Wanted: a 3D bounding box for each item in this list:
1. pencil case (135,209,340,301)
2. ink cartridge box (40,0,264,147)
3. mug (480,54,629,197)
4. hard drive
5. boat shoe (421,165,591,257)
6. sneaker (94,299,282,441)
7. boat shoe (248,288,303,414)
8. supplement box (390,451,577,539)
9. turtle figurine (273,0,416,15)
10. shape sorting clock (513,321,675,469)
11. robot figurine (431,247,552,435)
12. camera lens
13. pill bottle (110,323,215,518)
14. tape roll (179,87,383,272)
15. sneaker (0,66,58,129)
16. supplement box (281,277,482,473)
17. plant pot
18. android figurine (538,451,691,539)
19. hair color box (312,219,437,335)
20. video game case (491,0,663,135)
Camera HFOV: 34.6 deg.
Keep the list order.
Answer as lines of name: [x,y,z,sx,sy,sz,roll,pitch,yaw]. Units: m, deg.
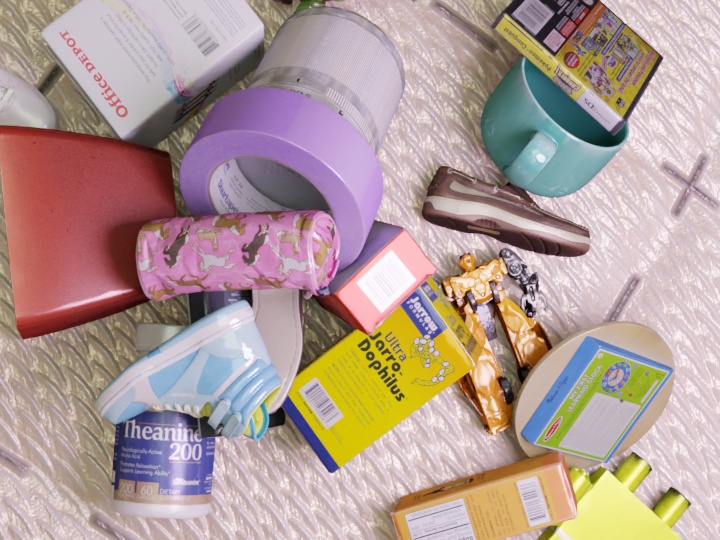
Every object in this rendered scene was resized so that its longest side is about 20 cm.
pencil case: [-0.121,-0.014,1.123,0.197,0.083,0.088,-1,100,16]
ink cartridge box: [-0.225,-0.246,1.278,0.199,0.145,0.146,-38,89,-8]
mug: [0.200,-0.158,1.299,0.183,0.115,0.153,-7,60,-40]
hard drive: [-0.136,0.075,1.263,0.032,0.139,0.204,-9,84,26]
boat shoe: [0.175,-0.074,1.336,0.199,0.075,0.076,15,77,-3]
sneaker: [-0.166,0.133,1.156,0.199,0.079,0.132,-33,87,18]
boat shoe: [-0.094,0.062,1.238,0.071,0.060,0.203,-1,67,5]
supplement box: [0.137,0.262,1.277,0.197,0.067,0.070,-16,91,11]
turtle figurine: [-0.015,-0.378,1.303,0.142,0.200,0.197,6,74,-18]
shape sorting clock: [0.262,0.141,1.294,0.197,0.039,0.203,-12,127,-17]
robot figurine: [0.153,0.076,1.326,0.143,0.058,0.203,-21,87,-7]
camera lens: [-0.047,-0.172,1.253,0.158,0.161,0.202,24,53,-2]
pill bottle: [-0.211,0.162,1.258,0.109,0.111,0.204,4,84,-5]
tape roll: [-0.079,-0.084,1.156,0.198,0.201,0.066,26,51,-2]
sneaker: [-0.429,-0.211,1.285,0.199,0.088,0.076,36,81,-1]
supplement box: [0.022,0.110,1.257,0.199,0.109,0.110,-38,88,12]
plant pot: [-0.287,-0.042,1.237,0.173,0.200,0.203,-6,85,-15]
android figurine: [0.282,0.313,1.317,0.182,0.041,0.200,43,86,-2]
hair color box: [0.000,0.000,1.244,0.101,0.200,0.061,-43,106,-6]
video game case: [0.254,-0.260,1.322,0.180,0.026,0.200,41,40,-1]
